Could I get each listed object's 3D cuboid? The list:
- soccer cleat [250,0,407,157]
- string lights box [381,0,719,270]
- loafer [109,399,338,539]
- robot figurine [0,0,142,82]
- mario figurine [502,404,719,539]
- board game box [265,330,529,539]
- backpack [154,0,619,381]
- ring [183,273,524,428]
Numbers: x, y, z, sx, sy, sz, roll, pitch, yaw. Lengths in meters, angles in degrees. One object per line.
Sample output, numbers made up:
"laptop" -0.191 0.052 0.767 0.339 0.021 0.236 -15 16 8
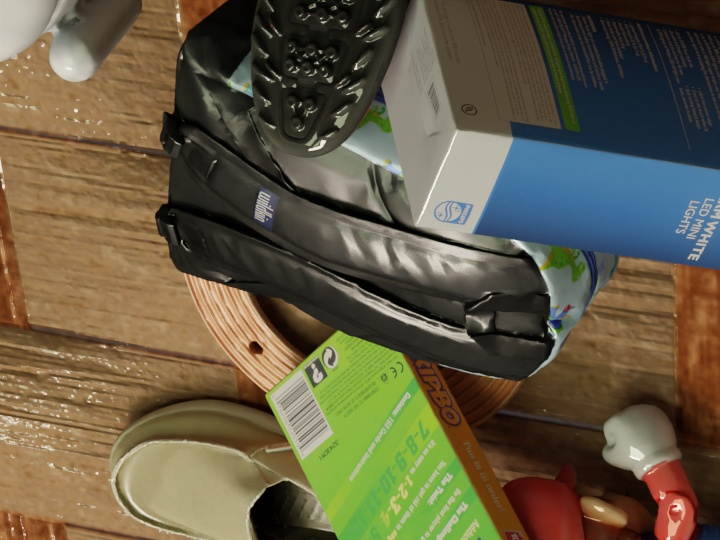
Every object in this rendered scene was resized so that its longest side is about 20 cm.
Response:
"soccer cleat" 0.002 -0.144 1.267 0.068 0.073 0.200 8 85 22
"string lights box" 0.118 -0.059 1.248 0.200 0.103 0.059 8 130 -17
"loafer" -0.053 0.119 1.532 0.200 0.068 0.076 3 121 26
"robot figurine" -0.167 -0.165 1.320 0.170 0.200 0.113 48 129 -7
"mario figurine" 0.164 0.141 1.446 0.200 0.124 0.106 15 169 9
"board game box" 0.029 0.122 1.435 0.096 0.030 0.200 -42 65 37
"backpack" 0.023 -0.034 1.331 0.200 0.154 0.163 33 143 25
"ring" 0.000 0.000 1.460 0.200 0.019 0.201 13 124 20
